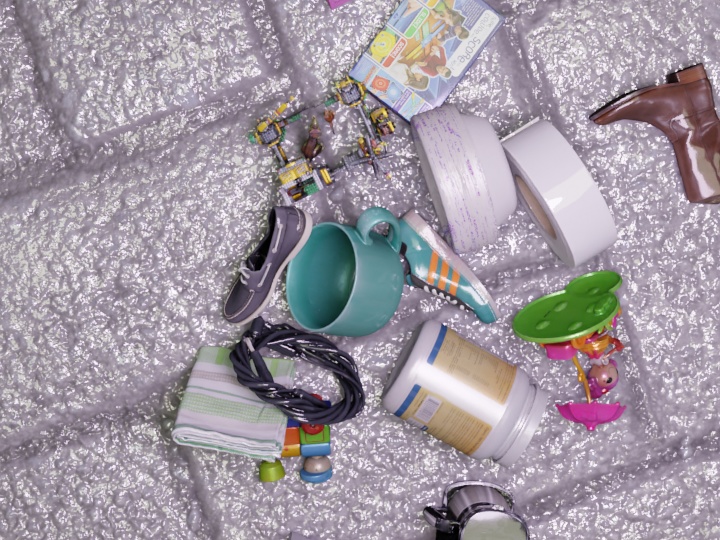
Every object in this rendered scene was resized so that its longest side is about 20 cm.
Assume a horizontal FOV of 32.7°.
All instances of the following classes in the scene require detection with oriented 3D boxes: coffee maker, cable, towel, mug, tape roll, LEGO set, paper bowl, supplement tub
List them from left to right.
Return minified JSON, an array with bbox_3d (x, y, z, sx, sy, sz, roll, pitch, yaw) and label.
[{"bbox_3d":[-0.168,0.174,1.683,0.149,0.200,0.031,11,124,-2],"label":"towel"},{"bbox_3d":[-0.081,0.144,1.700,0.200,0.163,0.051,32,119,-3],"label":"cable"},{"bbox_3d":[-0.056,-0.176,1.689,0.199,0.116,0.154,-16,96,11],"label":"LEGO set"},{"bbox_3d":[-0.003,0.011,1.685,0.114,0.185,0.153,11,68,-41],"label":"mug"},{"bbox_3d":[0.144,0.173,1.708,0.199,0.145,0.145,29,92,-2],"label":"supplement tub"},{"bbox_3d":[0.144,-0.130,1.668,0.104,0.201,0.201,-20,93,1],"label":"paper bowl"},{"bbox_3d":[0.173,0.401,1.690,0.134,0.200,0.193,-16,92,0],"label":"coffee maker"},{"bbox_3d":[0.266,-0.105,1.672,0.071,0.202,0.203,-32,92,1],"label":"tape roll"}]

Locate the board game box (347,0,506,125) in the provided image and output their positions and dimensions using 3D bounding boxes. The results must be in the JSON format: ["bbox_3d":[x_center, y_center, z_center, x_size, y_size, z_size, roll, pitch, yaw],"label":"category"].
[{"bbox_3d":[0.093,-0.315,1.741,0.135,0.034,0.200,37,92,-2],"label":"board game box"}]

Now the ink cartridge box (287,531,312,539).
[{"bbox_3d":[-0.038,0.478,1.747,0.199,0.083,0.146,22,92,-1],"label":"ink cartridge box"}]

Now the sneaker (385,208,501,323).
[{"bbox_3d":[0.112,0.010,1.742,0.080,0.071,0.200,-43,84,2],"label":"sneaker"}]

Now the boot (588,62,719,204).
[{"bbox_3d":[0.441,-0.170,1.746,0.186,0.064,0.201,-22,97,2],"label":"boot"}]

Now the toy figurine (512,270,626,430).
[{"bbox_3d":[0.321,0.126,1.729,0.150,0.200,0.185,0,117,40],"label":"toy figurine"}]

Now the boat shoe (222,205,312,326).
[{"bbox_3d":[-0.145,-0.010,1.710,0.063,0.073,0.200,18,117,-42],"label":"boat shoe"}]

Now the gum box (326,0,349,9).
[{"bbox_3d":[0.017,-0.447,1.690,0.199,0.114,0.066,-26,74,0],"label":"gum box"}]

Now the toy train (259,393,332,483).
[{"bbox_3d":[-0.136,0.248,1.744,0.199,0.085,0.116,-5,106,-1],"label":"toy train"}]
